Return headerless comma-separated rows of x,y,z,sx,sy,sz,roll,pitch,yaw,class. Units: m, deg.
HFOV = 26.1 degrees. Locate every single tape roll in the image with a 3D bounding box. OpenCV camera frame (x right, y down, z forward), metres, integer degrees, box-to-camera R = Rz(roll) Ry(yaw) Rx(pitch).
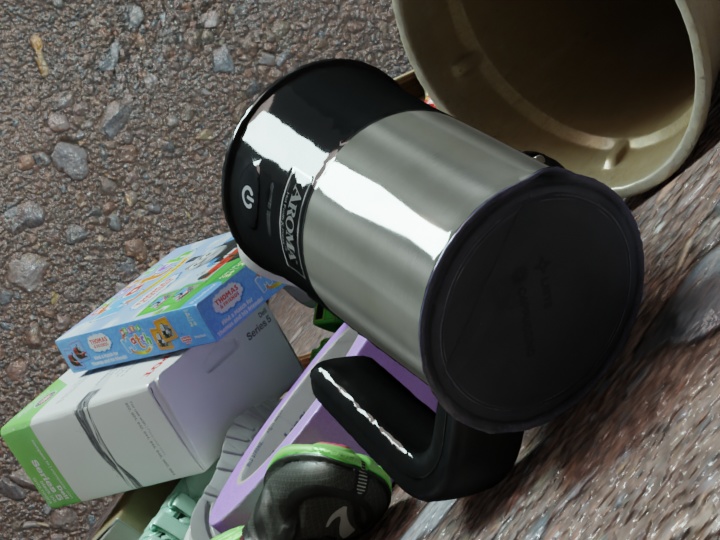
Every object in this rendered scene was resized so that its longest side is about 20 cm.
-0.013,0.102,1.011,0.200,0.066,0.200,-51,5,6,tape roll

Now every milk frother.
0.067,-0.008,0.747,0.199,0.181,0.188,-25,33,-21,milk frother

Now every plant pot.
0.150,-0.172,0.876,0.183,0.201,0.200,-42,-2,-34,plant pot

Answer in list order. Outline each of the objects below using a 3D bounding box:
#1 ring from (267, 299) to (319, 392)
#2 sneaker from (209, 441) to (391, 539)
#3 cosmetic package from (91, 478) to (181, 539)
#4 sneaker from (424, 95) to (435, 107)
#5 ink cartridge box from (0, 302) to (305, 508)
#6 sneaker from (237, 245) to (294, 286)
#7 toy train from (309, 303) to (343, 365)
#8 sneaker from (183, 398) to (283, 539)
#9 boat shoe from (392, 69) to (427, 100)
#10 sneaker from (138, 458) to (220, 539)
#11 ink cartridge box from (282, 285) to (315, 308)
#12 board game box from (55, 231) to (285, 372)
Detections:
-0.034,0.022,1.391,0.200,0.019,0.201,-31,-43,-34,ring
-0.045,0.169,0.882,0.200,0.076,0.084,-52,22,37,sneaker
-0.139,0.192,1.307,0.071,0.105,0.200,-48,8,36,cosmetic package
0.054,-0.096,1.145,0.199,0.085,0.077,-13,11,-3,sneaker
-0.165,0.103,1.235,0.199,0.084,0.145,-18,18,42,ink cartridge box
0.000,0.000,1.106,0.089,0.199,0.076,126,138,-50,sneaker
-0.008,0.019,1.196,0.056,0.042,0.201,-10,66,46,toy train
-0.079,0.169,1.134,0.200,0.076,0.081,-50,-19,-53,sneaker
0.045,-0.122,1.207,0.199,0.063,0.074,-28,51,24,boat shoe
-0.131,0.205,1.148,0.201,0.074,0.118,-59,-10,-12,sneaker
0.034,-0.062,1.259,0.199,0.050,0.162,-8,63,34,ink cartridge box
-0.129,0.016,1.215,0.200,0.037,0.151,-15,20,48,board game box
